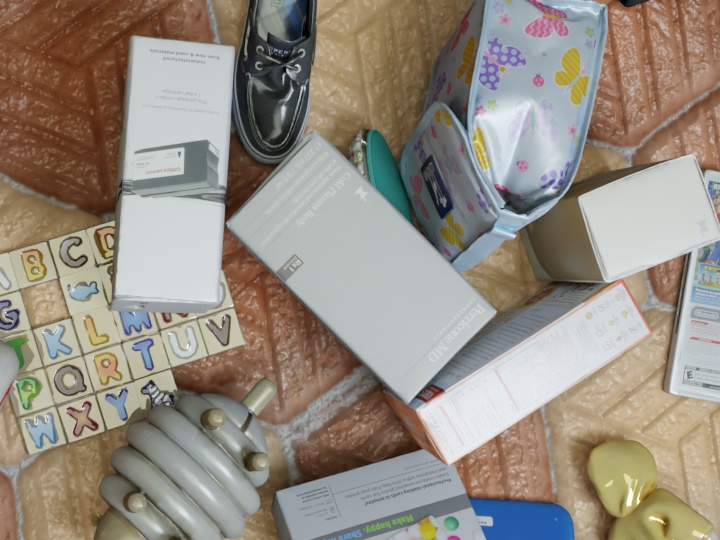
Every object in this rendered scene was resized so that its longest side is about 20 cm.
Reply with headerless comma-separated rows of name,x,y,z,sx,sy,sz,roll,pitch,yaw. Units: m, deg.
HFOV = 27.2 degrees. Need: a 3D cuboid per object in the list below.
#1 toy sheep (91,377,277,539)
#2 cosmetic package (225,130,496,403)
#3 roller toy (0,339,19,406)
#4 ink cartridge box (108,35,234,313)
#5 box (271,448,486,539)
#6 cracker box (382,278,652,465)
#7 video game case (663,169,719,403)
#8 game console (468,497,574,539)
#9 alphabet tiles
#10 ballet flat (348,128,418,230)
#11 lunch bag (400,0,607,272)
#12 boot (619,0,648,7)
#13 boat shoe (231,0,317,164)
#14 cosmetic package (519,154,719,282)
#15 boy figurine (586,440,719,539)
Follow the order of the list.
toy sheep,-0.135,0.164,1.188,0.200,0.138,0.138,-42,95,-17
cosmetic package,0.000,0.000,1.166,0.200,0.090,0.107,43,87,2
roller toy,-0.357,0.116,1.129,0.139,0.200,0.183,26,62,-8
ink cartridge box,-0.150,-0.069,1.175,0.084,0.145,0.201,4,85,-9
box,0.032,0.253,1.198,0.155,0.041,0.201,-13,63,-18
cracker box,0.126,0.077,1.226,0.199,0.134,0.058,-31,97,-7
video game case,0.354,0.022,1.322,0.142,0.018,0.201,10,88,-8
game console,0.079,0.295,1.275,0.199,0.118,0.171,5,57,-9
alphabet tiles,-0.205,0.045,1.241,0.199,0.008,0.168,-17,91,-8
ballet flat,0.021,-0.018,1.249,0.064,0.076,0.201,-23,87,25
lunch bag,0.106,-0.110,1.192,0.127,0.170,0.201,14,75,-9
boot,0.257,-0.335,1.288,0.144,0.072,0.201,-10,94,-7
boat shoe,-0.066,-0.191,1.236,0.070,0.066,0.201,10,87,-8
cosmetic package,0.203,-0.040,1.207,0.105,0.200,0.071,-20,93,-9
boy figurine,0.258,0.235,1.263,0.064,0.124,0.200,-22,69,-35
